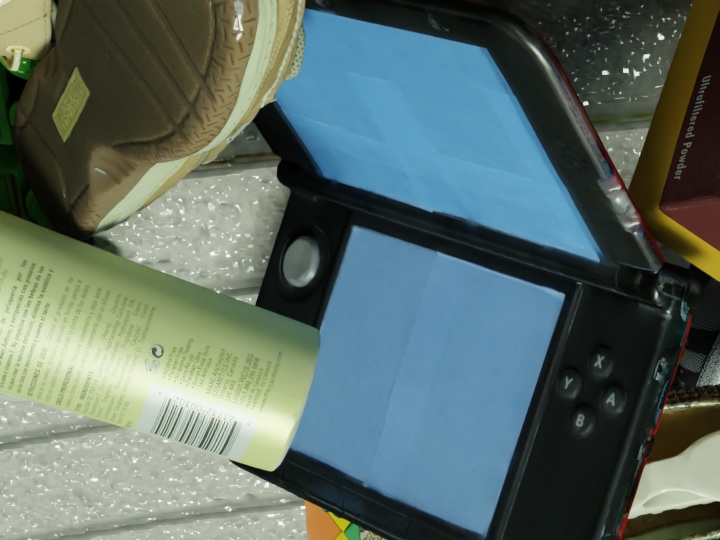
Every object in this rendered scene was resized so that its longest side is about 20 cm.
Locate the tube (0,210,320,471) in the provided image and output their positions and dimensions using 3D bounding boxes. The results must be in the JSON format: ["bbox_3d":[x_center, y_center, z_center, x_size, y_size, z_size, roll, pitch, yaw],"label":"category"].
[{"bbox_3d":[-0.113,0.011,0.746,0.199,0.058,0.052,18,159,-9],"label":"tube"}]

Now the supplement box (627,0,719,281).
[{"bbox_3d":[0.230,-0.041,0.704,0.197,0.134,0.200,31,159,-26],"label":"supplement box"}]

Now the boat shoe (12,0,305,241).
[{"bbox_3d":[-0.051,-0.070,0.703,0.076,0.072,0.200,-23,177,-25],"label":"boat shoe"}]

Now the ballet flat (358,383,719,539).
[{"bbox_3d":[0.093,0.071,0.788,0.199,0.075,0.068,-11,89,5],"label":"ballet flat"}]

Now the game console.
[{"bbox_3d":[0.000,0.000,0.754,0.118,0.199,0.173,17,91,-41],"label":"game console"}]

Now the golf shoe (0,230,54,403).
[{"bbox_3d":[-0.187,0.006,0.809,0.199,0.076,0.091,23,156,-22],"label":"golf shoe"}]

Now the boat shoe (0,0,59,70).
[{"bbox_3d":[-0.117,-0.101,0.736,0.199,0.074,0.066,-31,117,18],"label":"boat shoe"}]

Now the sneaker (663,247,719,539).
[{"bbox_3d":[0.152,0.057,0.868,0.075,0.114,0.201,3,135,-11],"label":"sneaker"}]

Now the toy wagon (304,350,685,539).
[{"bbox_3d":[0.050,0.079,0.880,0.039,0.155,0.200,-18,153,-46],"label":"toy wagon"}]

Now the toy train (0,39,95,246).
[{"bbox_3d":[-0.125,-0.028,0.849,0.056,0.042,0.201,6,135,9],"label":"toy train"}]
